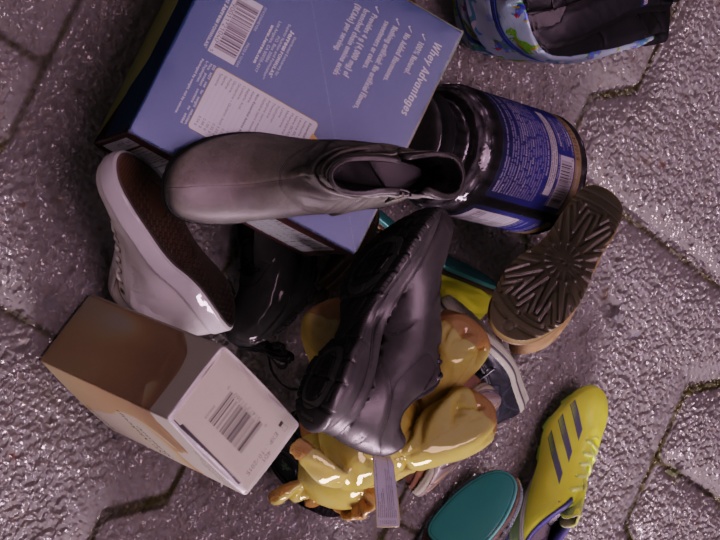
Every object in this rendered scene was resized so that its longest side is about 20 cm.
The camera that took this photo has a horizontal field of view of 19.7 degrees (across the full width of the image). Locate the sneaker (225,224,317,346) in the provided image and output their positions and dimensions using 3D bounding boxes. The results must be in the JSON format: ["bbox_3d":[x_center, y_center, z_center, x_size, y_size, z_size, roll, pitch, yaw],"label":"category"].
[{"bbox_3d":[-0.073,-0.033,1.715,0.091,0.076,0.201,34,69,-30],"label":"sneaker"}]

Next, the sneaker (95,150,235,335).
[{"bbox_3d":[-0.173,-0.010,1.614,0.200,0.084,0.073,61,23,-43],"label":"sneaker"}]

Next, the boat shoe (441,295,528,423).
[{"bbox_3d":[0.099,0.088,1.835,0.062,0.075,0.200,-40,150,-7],"label":"boat shoe"}]

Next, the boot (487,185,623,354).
[{"bbox_3d":[0.160,0.031,1.826,0.066,0.200,0.175,39,67,10],"label":"boot"}]

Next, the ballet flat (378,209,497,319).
[{"bbox_3d":[0.041,0.002,1.812,0.200,0.067,0.067,31,102,-39],"label":"ballet flat"}]

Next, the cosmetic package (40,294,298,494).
[{"bbox_3d":[-0.149,0.093,1.591,0.071,0.200,0.105,-52,124,-16],"label":"cosmetic package"}]

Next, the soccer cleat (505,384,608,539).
[{"bbox_3d":[0.192,0.203,1.950,0.065,0.084,0.201,38,75,-36],"label":"soccer cleat"}]

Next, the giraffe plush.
[{"bbox_3d":[0.005,0.130,1.662,0.172,0.162,0.201,19,64,-10],"label":"giraffe plush"}]

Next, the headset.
[{"bbox_3d":[-0.041,0.125,1.780,0.124,0.094,0.200,-53,141,-22],"label":"headset"}]

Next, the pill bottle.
[{"bbox_3d":[0.098,-0.098,1.781,0.200,0.112,0.112,12,92,-49],"label":"pill bottle"}]

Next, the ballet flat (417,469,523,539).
[{"bbox_3d":[0.080,0.269,1.900,0.200,0.074,0.074,-46,123,-19],"label":"ballet flat"}]

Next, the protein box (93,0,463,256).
[{"bbox_3d":[-0.065,-0.142,1.612,0.200,0.135,0.199,28,81,-17],"label":"protein box"}]

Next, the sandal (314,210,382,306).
[{"bbox_3d":[0.000,0.000,1.701,0.054,0.200,0.082,24,70,2],"label":"sandal"}]

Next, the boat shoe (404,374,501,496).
[{"bbox_3d":[0.066,0.132,1.804,0.072,0.200,0.076,44,61,12],"label":"boat shoe"}]

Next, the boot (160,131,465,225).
[{"bbox_3d":[-0.035,-0.070,1.483,0.199,0.131,0.068,-4,92,-18],"label":"boot"}]

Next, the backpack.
[{"bbox_3d":[0.175,-0.253,1.822,0.200,0.153,0.164,-37,124,-51],"label":"backpack"}]

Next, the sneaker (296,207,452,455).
[{"bbox_3d":[0.026,0.047,1.565,0.091,0.076,0.201,34,73,-25],"label":"sneaker"}]
